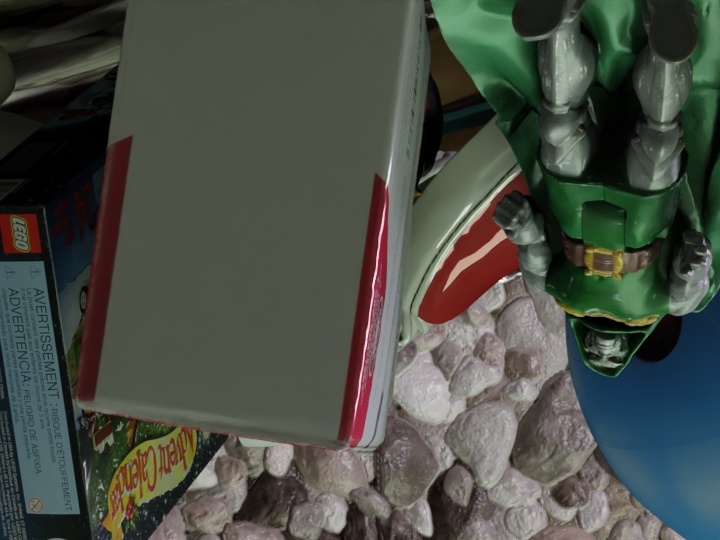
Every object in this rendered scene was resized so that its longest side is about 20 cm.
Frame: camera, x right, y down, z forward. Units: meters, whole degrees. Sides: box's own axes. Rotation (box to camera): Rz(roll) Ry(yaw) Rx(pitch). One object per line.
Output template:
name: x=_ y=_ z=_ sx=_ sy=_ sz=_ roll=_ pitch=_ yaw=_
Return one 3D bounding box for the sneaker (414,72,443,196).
sneaker: x=-0.003 y=-0.063 z=1.096 sx=0.070 sy=0.091 sz=0.200 roll=-17 pitch=178 yaw=3

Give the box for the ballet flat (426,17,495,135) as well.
ballet flat: x=-0.025 y=-0.065 z=1.218 sx=0.199 sy=0.063 sz=0.069 roll=-21 pitch=173 yaw=-22

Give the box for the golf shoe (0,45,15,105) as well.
golf shoe: x=-0.177 y=-0.009 z=0.963 sx=0.088 sy=0.077 sz=0.200 roll=-32 pitch=175 yaw=-39

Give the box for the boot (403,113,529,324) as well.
boot: x=0.108 y=-0.014 z=1.005 sx=0.200 sy=0.144 sz=0.072 roll=-45 pitch=177 yaw=32

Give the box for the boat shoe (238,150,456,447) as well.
boat shoe: x=0.000 y=0.000 z=1.098 sx=0.065 sy=0.074 sz=0.200 roll=-1 pitch=-149 yaw=17

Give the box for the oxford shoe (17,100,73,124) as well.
oxford shoe: x=-0.107 y=-0.040 z=1.254 sx=0.072 sy=0.072 sz=0.200 roll=-22 pitch=177 yaw=12

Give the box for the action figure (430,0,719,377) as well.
action figure: x=0.081 y=-0.026 z=0.918 sx=0.117 sy=0.055 sz=0.200 roll=12 pitch=150 yaw=13

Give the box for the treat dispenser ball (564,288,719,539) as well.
treat dispenser ball: x=0.180 y=0.021 z=1.129 sx=0.200 sy=0.202 sz=0.201 roll=-17 pitch=179 yaw=0

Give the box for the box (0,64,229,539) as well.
box: x=-0.081 y=0.009 z=1.010 sx=0.037 sy=0.137 sz=0.200 roll=-1 pitch=-160 yaw=17

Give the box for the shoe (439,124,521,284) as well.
shoe: x=0.076 y=-0.030 z=1.228 sx=0.199 sy=0.054 sz=0.070 roll=-15 pitch=156 yaw=-3

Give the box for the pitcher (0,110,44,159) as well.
pitcher: x=-0.198 y=-0.001 z=1.075 sx=0.199 sy=0.122 sz=0.171 roll=-7 pitch=167 yaw=31

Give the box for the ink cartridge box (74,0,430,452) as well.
ink cartridge box: x=-0.027 y=-0.021 z=0.891 sx=0.083 sy=0.146 sz=0.200 roll=7 pitch=177 yaw=3
